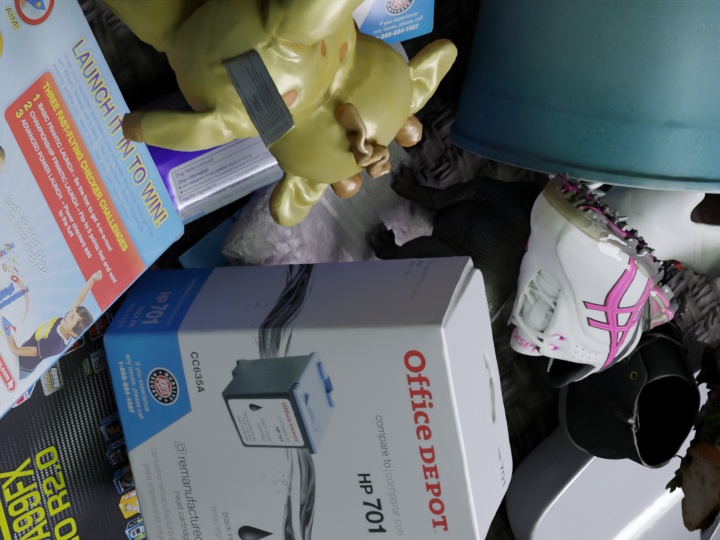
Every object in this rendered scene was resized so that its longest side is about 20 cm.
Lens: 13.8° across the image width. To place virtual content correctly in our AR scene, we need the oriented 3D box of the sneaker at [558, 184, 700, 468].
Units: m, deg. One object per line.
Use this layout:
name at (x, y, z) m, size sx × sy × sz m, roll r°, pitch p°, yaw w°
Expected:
sneaker at (0.176, 0.022, 1.864) m, size 0.074 × 0.106 × 0.201 m, roll -3°, pitch 97°, yaw -22°

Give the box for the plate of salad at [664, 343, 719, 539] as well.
plate of salad at (0.234, 0.073, 1.861) m, size 0.048 × 0.200 × 0.201 m, roll 16°, pitch 114°, yaw 3°

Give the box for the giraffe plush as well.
giraffe plush at (-0.030, -0.115, 1.528) m, size 0.172 × 0.201 × 0.162 m, roll -20°, pitch 150°, yaw 19°

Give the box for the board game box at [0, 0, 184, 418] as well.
board game box at (-0.200, -0.041, 1.475) m, size 0.196 × 0.056 × 0.201 m, roll -47°, pitch 128°, yaw -34°

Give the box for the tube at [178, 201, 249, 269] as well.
tube at (-0.040, 0.039, 1.784) m, size 0.077 × 0.050 × 0.200 m, roll -42°, pitch 132°, yaw -18°

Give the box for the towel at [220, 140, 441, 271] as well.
towel at (0.000, 0.000, 1.760) m, size 0.133 × 0.034 × 0.200 m, roll -57°, pitch 135°, yaw -23°

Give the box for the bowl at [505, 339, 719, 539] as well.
bowl at (0.189, 0.148, 2.018) m, size 0.200 × 0.075 × 0.200 m, roll -41°, pitch 137°, yaw -9°

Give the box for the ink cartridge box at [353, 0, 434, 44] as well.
ink cartridge box at (-0.021, -0.216, 1.609) m, size 0.116 × 0.067 × 0.201 m, roll -18°, pitch 128°, yaw -28°

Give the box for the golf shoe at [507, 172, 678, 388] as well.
golf shoe at (0.123, 0.014, 1.669) m, size 0.092 × 0.073 × 0.200 m, roll -45°, pitch 155°, yaw -5°

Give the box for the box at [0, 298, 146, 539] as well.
box at (-0.199, 0.106, 1.698) m, size 0.160 × 0.044 × 0.201 m, roll -28°, pitch 132°, yaw -22°

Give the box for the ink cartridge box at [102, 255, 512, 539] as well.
ink cartridge box at (-0.028, 0.077, 1.663) m, size 0.086 × 0.199 × 0.147 m, roll -58°, pitch 142°, yaw -59°

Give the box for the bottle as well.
bottle at (-0.063, -0.080, 1.655) m, size 0.199 × 0.083 × 0.066 m, roll -27°, pitch 111°, yaw -27°

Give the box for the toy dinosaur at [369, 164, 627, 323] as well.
toy dinosaur at (0.059, -0.006, 1.723) m, size 0.200 × 0.102 × 0.077 m, roll -52°, pitch 132°, yaw -27°

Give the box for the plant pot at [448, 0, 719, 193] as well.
plant pot at (0.160, -0.157, 1.720) m, size 0.199 × 0.200 × 0.189 m, roll -2°, pitch 104°, yaw -38°

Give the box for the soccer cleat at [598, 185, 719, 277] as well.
soccer cleat at (0.216, -0.035, 1.835) m, size 0.077 × 0.070 × 0.200 m, roll -23°, pitch 170°, yaw 27°
